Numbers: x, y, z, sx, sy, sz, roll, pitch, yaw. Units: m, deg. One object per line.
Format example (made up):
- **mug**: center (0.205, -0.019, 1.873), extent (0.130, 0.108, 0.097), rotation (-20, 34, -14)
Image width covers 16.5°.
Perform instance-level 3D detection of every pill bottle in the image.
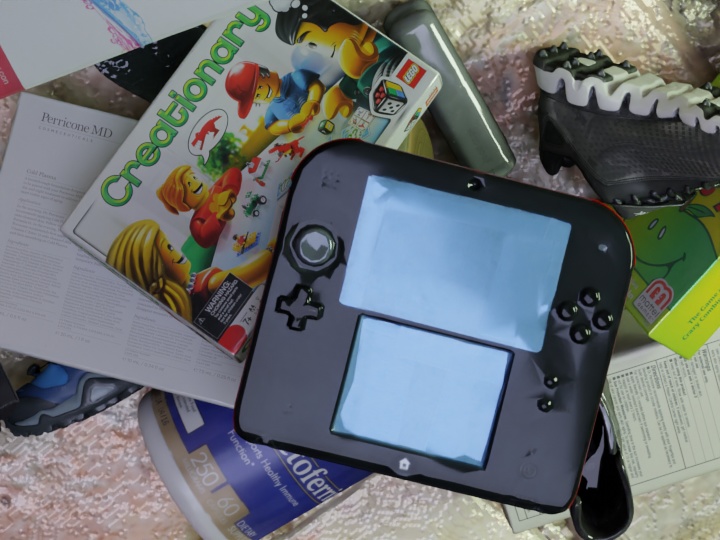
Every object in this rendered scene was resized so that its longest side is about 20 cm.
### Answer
- **pill bottle**: center (-0.028, 0.080, 1.537), extent (0.200, 0.116, 0.116), rotation (-31, 112, 6)

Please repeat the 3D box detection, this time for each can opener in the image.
- **can opener**: center (0.059, -0.067, 1.522), extent (0.067, 0.053, 0.200), rotation (-29, 111, 5)

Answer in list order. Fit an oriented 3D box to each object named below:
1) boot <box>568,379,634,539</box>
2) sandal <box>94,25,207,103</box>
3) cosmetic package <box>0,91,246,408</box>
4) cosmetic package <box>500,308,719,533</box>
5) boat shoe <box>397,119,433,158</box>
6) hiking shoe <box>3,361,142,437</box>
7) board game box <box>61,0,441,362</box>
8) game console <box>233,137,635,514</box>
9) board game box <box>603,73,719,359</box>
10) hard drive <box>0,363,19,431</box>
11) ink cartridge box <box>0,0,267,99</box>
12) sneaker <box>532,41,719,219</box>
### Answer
- **boot**: center (0.117, 0.052, 1.465), extent (0.070, 0.132, 0.200), rotation (-24, 101, 4)
- **sandal**: center (-0.073, -0.100, 1.494), extent (0.200, 0.048, 0.075), rotation (24, 107, -15)
- **cosmetic package**: center (-0.123, -0.008, 1.469), extent (0.199, 0.052, 0.151), rotation (15, 86, 4)
- **cosmetic package**: center (0.173, 0.083, 1.585), extent (0.199, 0.073, 0.104), rotation (-17, 112, 0)
- **boat shoe**: center (0.001, 0.001, 1.461), extent (0.063, 0.073, 0.201), rotation (4, 77, 19)
- **hiking shoe**: center (-0.146, 0.028, 1.537), extent (0.200, 0.074, 0.087), rotation (-32, 90, 6)
- **board game box**: center (-0.062, -0.065, 1.422), extent (0.126, 0.035, 0.200), rotation (35, 85, 10)
- **game console**: center (0.043, 0.030, 1.380), extent (0.199, 0.031, 0.178), rotation (14, 87, -6)
- **board game box**: center (0.230, -0.055, 1.515), extent (0.048, 0.102, 0.200), rotation (29, 108, -42)
- **hard drive**: center (-0.310, 0.121, 1.475), extent (0.200, 0.140, 0.038), rotation (-24, 79, -25)
- **ink cartridge box**: center (-0.150, -0.204, 1.370), extent (0.199, 0.145, 0.145), rotation (-18, 113, 16)
- **sneaker**: center (0.188, -0.069, 1.484), extent (0.200, 0.066, 0.091), rotation (20, 114, 30)
